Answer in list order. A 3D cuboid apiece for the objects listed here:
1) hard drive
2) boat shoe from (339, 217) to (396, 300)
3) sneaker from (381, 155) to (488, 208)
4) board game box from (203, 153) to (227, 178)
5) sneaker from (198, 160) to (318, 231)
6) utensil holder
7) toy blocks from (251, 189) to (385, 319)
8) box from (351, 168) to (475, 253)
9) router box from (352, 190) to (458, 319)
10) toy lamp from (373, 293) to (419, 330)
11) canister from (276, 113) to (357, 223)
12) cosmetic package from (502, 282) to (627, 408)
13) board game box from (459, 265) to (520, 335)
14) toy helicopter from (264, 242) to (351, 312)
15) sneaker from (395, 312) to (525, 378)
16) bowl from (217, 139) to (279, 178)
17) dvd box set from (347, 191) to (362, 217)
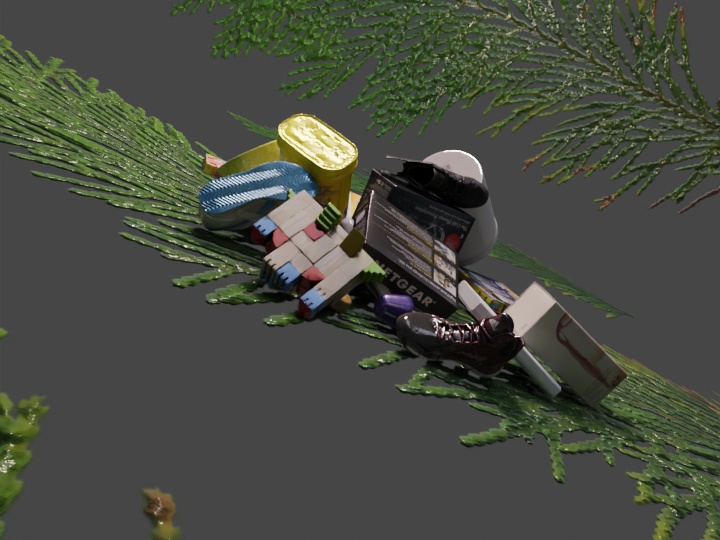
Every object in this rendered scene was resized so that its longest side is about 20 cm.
[{"bbox_3d":[0.239,0.109,1.140,0.200,0.026,0.132,46,7,-12],"label":"hard drive"},{"bbox_3d":[0.000,0.000,1.172,0.202,0.066,0.070,60,9,26],"label":"boat shoe"},{"bbox_3d":[0.139,-0.161,1.271,0.197,0.061,0.104,23,12,7],"label":"sneaker"},{"bbox_3d":[-0.250,-0.199,1.534,0.198,0.030,0.096,24,14,-21],"label":"board game box"},{"bbox_3d":[-0.163,-0.116,1.111,0.197,0.081,0.078,-13,69,-22],"label":"sneaker"},{"bbox_3d":[0.201,-0.131,1.500,0.169,0.170,0.201,35,-15,33],"label":"utensil holder"},{"bbox_3d":[-0.082,-0.017,0.985,0.136,0.100,0.200,-37,75,-30],"label":"toy blocks"},{"bbox_3d":[0.083,-0.061,1.304,0.198,0.184,0.104,17,16,-32],"label":"box"},{"bbox_3d":[0.076,-0.024,1.152,0.199,0.051,0.150,34,35,-19],"label":"router box"},{"bbox_3d":[0.111,0.083,1.093,0.197,0.059,0.058,20,15,-26],"label":"toy lamp"},{"bbox_3d":[-0.082,-0.151,1.229,0.148,0.202,0.086,38,55,21],"label":"canister"},{"bbox_3d":[0.344,0.126,1.181,0.200,0.087,0.104,41,10,-19],"label":"cosmetic package"},{"bbox_3d":[0.279,0.066,1.472,0.163,0.057,0.200,22,14,-26],"label":"board game box"},{"bbox_3d":[-0.060,0.000,1.099,0.131,0.079,0.201,26,21,-41],"label":"toy helicopter"},{"bbox_3d":[0.156,0.085,1.011,0.197,0.115,0.077,19,48,-26],"label":"sneaker"},{"bbox_3d":[-0.177,-0.189,1.406,0.200,0.197,0.109,-42,110,-75],"label":"bowl"},{"bbox_3d":[0.048,-0.085,1.523,0.197,0.029,0.148,22,42,-20],"label":"dvd box set"}]
